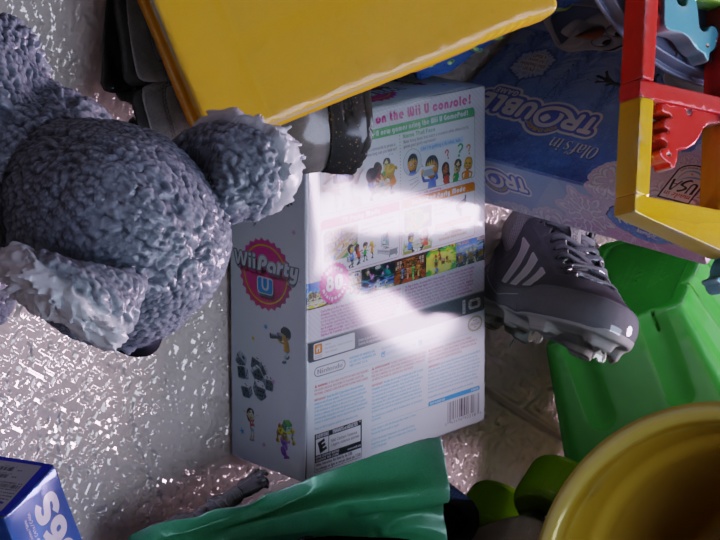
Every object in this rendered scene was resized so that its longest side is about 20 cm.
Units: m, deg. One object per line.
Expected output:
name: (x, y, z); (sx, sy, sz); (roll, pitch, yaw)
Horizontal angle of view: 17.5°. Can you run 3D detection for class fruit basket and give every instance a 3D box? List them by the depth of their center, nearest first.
fruit basket: (0.201, 0.091, 1.460); (0.216, 0.155, 0.217); (43, 37, -46)

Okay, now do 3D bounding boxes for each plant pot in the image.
plant pot: (0.217, 0.178, 1.299); (0.189, 0.200, 0.202); (17, 88, -67)

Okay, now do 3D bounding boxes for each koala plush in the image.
koala plush: (-0.137, -0.024, 1.053); (0.177, 0.199, 0.185); (-35, 124, -35)

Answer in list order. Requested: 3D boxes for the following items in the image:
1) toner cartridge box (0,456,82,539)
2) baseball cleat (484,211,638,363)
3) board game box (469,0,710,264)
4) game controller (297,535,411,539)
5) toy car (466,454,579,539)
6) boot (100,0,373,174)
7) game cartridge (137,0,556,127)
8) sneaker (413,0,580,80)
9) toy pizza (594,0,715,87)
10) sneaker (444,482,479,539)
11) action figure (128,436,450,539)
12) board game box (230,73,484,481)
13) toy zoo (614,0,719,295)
toner cartridge box: (-0.167, 0.182, 1.151); (0.043, 0.094, 0.201); (-46, 130, -42)
baseball cleat: (0.114, -0.005, 1.345); (0.069, 0.200, 0.107); (25, 86, -20)
board game box: (0.168, -0.104, 1.358); (0.199, 0.199, 0.044); (-48, 135, -27)
game controller: (-0.043, 0.209, 1.245); (0.104, 0.042, 0.200); (-1, 138, -44)
toy car: (0.121, 0.241, 1.385); (0.200, 0.158, 0.165); (41, 62, -10)
boot: (-0.068, -0.139, 1.186); (0.130, 0.068, 0.201); (-1, 75, -19)
game cartridge: (-0.022, -0.174, 1.162); (0.199, 0.032, 0.177); (-22, 89, -20)
sneaker: (0.071, -0.162, 1.309); (0.199, 0.076, 0.105); (-2, 145, -21)
toy pizza: (0.188, -0.197, 1.288); (0.199, 0.032, 0.202); (5, 80, -29)
sneaker: (-0.011, 0.171, 1.323); (0.200, 0.089, 0.079); (-36, 124, -32)
action figure: (-0.053, 0.150, 1.247); (0.199, 0.055, 0.119); (-10, 117, -13)
board game box: (0.000, 0.000, 1.308); (0.147, 0.064, 0.202); (-15, 112, -44)
toy zoo: (0.196, -0.087, 1.245); (0.130, 0.020, 0.202); (10, 78, -28)
